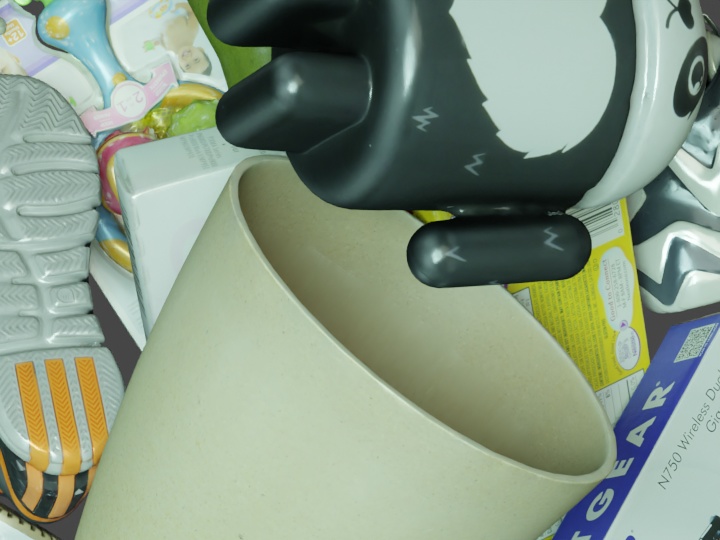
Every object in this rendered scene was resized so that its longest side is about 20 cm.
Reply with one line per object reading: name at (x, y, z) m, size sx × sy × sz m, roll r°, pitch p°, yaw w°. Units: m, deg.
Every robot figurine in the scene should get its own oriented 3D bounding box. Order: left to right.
robot figurine at (0.043, -0.085, 0.888) m, size 0.199 × 0.125 × 0.151 m, roll 0°, pitch 118°, yaw -27°

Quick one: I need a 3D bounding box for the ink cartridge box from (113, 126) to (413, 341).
ink cartridge box at (0.000, 0.000, 0.998) m, size 0.198 × 0.057 × 0.164 m, roll -12°, pitch 124°, yaw -7°

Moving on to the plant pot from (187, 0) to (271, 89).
plant pot at (-0.015, -0.179, 1.003) m, size 0.199 × 0.200 × 0.194 m, roll -15°, pitch 96°, yaw -10°

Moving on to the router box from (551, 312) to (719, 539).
router box at (0.171, 0.152, 1.006) m, size 0.179 × 0.049 × 0.201 m, roll 40°, pitch 65°, yaw -16°

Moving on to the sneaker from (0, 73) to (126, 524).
sneaker at (-0.155, 0.019, 0.995) m, size 0.077 × 0.112 × 0.201 m, roll 0°, pitch 61°, yaw -18°

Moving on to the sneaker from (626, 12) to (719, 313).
sneaker at (0.208, -0.069, 1.064) m, size 0.198 × 0.079 × 0.131 m, roll -18°, pitch 94°, yaw 0°

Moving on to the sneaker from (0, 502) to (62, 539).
sneaker at (-0.240, 0.120, 0.982) m, size 0.199 × 0.070 × 0.109 m, roll 28°, pitch 84°, yaw -1°

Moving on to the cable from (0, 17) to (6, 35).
cable at (-0.240, -0.172, 1.040) m, size 0.097 × 0.050 × 0.200 m, roll -45°, pitch 73°, yaw 24°

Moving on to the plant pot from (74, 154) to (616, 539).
plant pot at (-0.030, 0.091, 0.901) m, size 0.187 × 0.187 × 0.200 m, roll 36°, pitch 109°, yaw -2°

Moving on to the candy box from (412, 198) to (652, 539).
candy box at (0.081, 0.023, 1.009) m, size 0.102 × 0.026 × 0.202 m, roll -20°, pitch 112°, yaw -25°

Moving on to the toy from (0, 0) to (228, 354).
toy at (-0.093, -0.056, 1.035) m, size 0.115 × 0.047 × 0.201 m, roll -34°, pitch 87°, yaw -7°
